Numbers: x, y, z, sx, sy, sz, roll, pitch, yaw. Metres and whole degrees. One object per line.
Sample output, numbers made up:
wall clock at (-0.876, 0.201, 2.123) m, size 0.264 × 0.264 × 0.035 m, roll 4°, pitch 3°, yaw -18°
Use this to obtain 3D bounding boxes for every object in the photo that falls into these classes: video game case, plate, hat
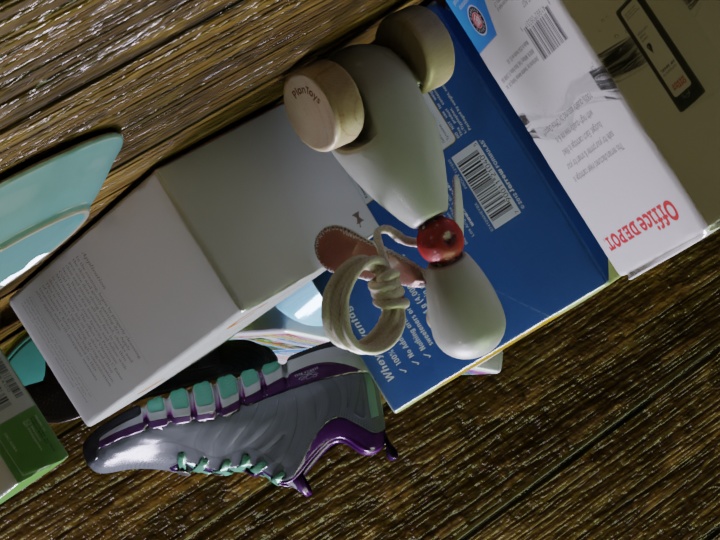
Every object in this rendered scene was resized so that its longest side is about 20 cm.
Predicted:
video game case at (-0.025, 0.054, 1.720) m, size 0.199 × 0.024 × 0.182 m, roll 13°, pitch 170°, yaw -35°
plate at (-0.190, 0.000, 1.081) m, size 0.200 × 0.026 × 0.200 m, roll -34°, pitch 179°, yaw 0°
hat at (-0.159, 0.041, 1.553) m, size 0.199 × 0.081 × 0.201 m, roll -8°, pitch -171°, yaw 1°

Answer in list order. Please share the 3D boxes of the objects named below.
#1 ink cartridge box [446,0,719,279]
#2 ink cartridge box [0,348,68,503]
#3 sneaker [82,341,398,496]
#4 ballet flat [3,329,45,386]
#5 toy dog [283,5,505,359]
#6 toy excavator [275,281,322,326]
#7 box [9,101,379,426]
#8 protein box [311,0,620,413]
ink cartridge box at (0.143, -0.110, 1.259) m, size 0.084 × 0.201 × 0.146 m, roll -32°, pitch 178°, yaw -16°
ink cartridge box at (-0.288, 0.126, 1.435) m, size 0.200 × 0.104 × 0.059 m, roll -35°, pitch 177°, yaw 29°
sneaker at (-0.078, 0.113, 1.479) m, size 0.199 × 0.088 × 0.074 m, roll -19°, pitch 170°, yaw 3°
ballet flat at (-0.180, 0.034, 1.673) m, size 0.200 × 0.067 × 0.067 m, roll -35°, pitch -168°, yaw 15°
toy dog at (0.012, -0.048, 1.311) m, size 0.131 × 0.202 × 0.096 m, roll -4°, pitch -179°, yaw -30°
toy excavator at (0.000, 0.000, 1.603) m, size 0.100 × 0.201 × 0.194 m, roll -33°, pitch 177°, yaw 37°
box at (-0.103, -0.003, 1.391) m, size 0.124 × 0.098 × 0.200 m, roll -31°, pitch 178°, yaw -41°
protein box at (0.068, -0.054, 1.451) m, size 0.200 × 0.199 × 0.135 m, roll -34°, pitch 177°, yaw 41°
